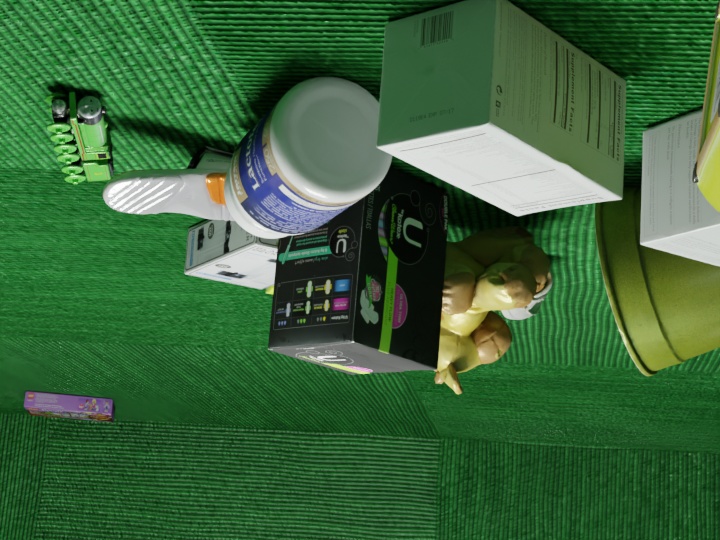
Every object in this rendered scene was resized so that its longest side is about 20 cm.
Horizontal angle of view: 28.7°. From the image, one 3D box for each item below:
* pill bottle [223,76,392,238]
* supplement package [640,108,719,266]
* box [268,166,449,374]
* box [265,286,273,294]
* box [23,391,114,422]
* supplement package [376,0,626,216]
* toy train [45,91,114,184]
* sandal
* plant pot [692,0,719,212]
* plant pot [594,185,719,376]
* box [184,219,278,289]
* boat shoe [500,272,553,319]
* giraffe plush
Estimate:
[{"bbox_3d":[-0.056,-0.097,1.318,0.116,0.116,0.200,10,164,-19],"label":"pill bottle"},{"bbox_3d":[0.359,-0.083,1.247,0.117,0.117,0.200,14,164,-31],"label":"supplement package"},{"bbox_3d":[0.000,0.000,1.509,0.124,0.200,0.148,-8,162,39],"label":"box"},{"bbox_3d":[-0.016,0.013,1.872,0.200,0.048,0.122,8,166,-14],"label":"box"},{"bbox_3d":[-0.674,0.318,3.278,0.200,0.039,0.137,6,165,-5],"label":"box"},{"bbox_3d":[0.120,-0.129,1.153,0.114,0.110,0.200,-8,161,39],"label":"supplement package"},{"bbox_3d":[-0.278,-0.131,1.413,0.056,0.042,0.200,-4,167,-7],"label":"toy train"},{"bbox_3d":[-0.173,-0.098,1.461,0.207,0.059,0.079,2,144,-37],"label":"sandal"},{"bbox_3d":[0.327,-0.129,0.934,0.181,0.200,0.199,9,167,7],"label":"plant pot"},{"bbox_3d":[0.362,-0.012,1.429,0.193,0.201,0.200,-16,159,22],"label":"plant pot"},{"bbox_3d":[-0.121,-0.031,1.708,0.117,0.060,0.200,13,163,-30],"label":"box"},{"bbox_3d":[0.209,0.018,1.774,0.069,0.071,0.200,1,164,21],"label":"boat shoe"},{"bbox_3d":[0.118,0.050,1.630,0.200,0.162,0.173,5,-155,21],"label":"giraffe plush"}]
